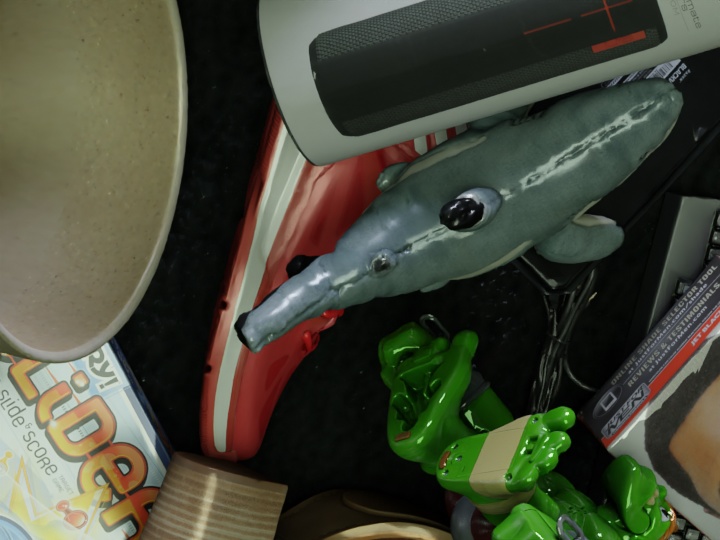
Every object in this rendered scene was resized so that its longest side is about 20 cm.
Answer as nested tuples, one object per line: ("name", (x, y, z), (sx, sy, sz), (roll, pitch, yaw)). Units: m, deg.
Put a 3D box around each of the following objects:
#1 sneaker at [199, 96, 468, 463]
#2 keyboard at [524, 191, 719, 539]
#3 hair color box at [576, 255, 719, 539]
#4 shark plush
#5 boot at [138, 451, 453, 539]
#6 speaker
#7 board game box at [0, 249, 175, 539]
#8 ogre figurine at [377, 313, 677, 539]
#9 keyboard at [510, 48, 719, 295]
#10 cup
("sneaker", (0.000, 0.000, 1.234), (0.115, 0.078, 0.201), (15, 102, -5))
("keyboard", (0.131, 0.062, 1.283), (0.126, 0.021, 0.201), (12, 100, -6))
("hair color box", (0.206, 0.097, 1.263), (0.200, 0.061, 0.102), (40, 95, -15))
("shark plush", (0.035, -0.031, 1.146), (0.199, 0.083, 0.091), (-16, 92, -14))
("boot", (-0.022, 0.175, 1.242), (0.199, 0.077, 0.156), (15, 93, -34))
("speaker", (0.063, -0.108, 1.137), (0.199, 0.081, 0.082), (-15, 102, 14))
("board game box", (-0.148, 0.105, 1.268), (0.135, 0.034, 0.201), (-27, 102, 3))
("ogre figurine", (0.070, 0.102, 1.181), (0.098, 0.200, 0.120), (-48, 121, -15))
("keyboard", (0.113, -0.090, 1.233), (0.104, 0.040, 0.200), (45, 77, -8))
("cup", (-0.180, -0.067, 1.167), (0.143, 0.200, 0.201), (5, 103, 23))
